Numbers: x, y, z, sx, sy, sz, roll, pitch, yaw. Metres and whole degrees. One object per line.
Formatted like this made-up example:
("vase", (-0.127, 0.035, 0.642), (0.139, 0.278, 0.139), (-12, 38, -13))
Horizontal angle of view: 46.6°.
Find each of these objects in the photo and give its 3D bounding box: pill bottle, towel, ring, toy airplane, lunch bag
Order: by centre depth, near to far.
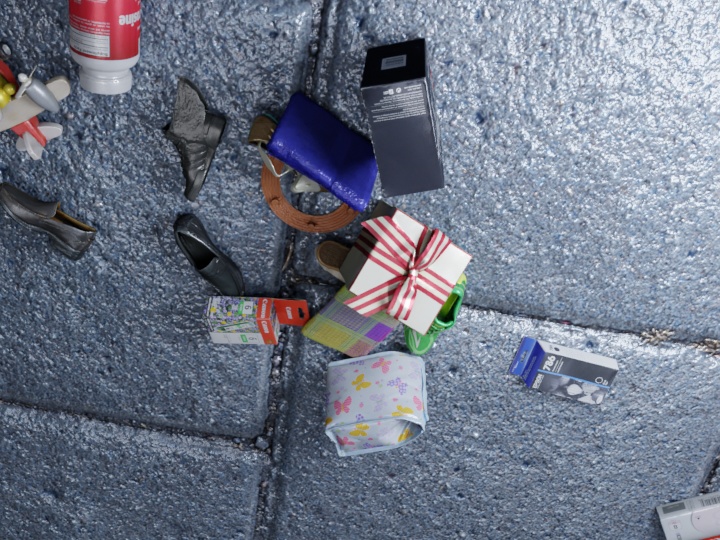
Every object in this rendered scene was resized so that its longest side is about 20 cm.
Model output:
("pill bottle", (-0.412, -0.395, 1.347), (0.110, 0.113, 0.203), (10, 122, -1))
("towel", (-0.058, -0.199, 1.420), (0.199, 0.149, 0.049), (34, 138, -15))
("toy airplane", (-0.605, -0.272, 1.421), (0.196, 0.142, 0.202), (21, 120, -8))
("ring", (-0.084, -0.155, 1.517), (0.197, 0.019, 0.203), (2, 120, 3))
("towel", (-0.017, 0.102, 1.624), (0.142, 0.023, 0.200), (26, 138, -16))
("lunch bag", (0.037, 0.264, 1.661), (0.197, 0.171, 0.128), (-14, 135, 13))

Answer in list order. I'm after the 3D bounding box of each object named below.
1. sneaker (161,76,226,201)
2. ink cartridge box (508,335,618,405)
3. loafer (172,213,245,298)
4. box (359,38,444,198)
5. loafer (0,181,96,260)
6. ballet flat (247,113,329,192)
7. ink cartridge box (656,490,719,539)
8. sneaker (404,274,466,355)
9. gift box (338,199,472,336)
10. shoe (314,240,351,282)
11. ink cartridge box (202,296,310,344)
("sneaker", (-0.304, -0.227, 1.472), (0.103, 0.060, 0.202), (22, 115, -10))
("ink cartridge box", (0.406, 0.203, 1.678), (0.197, 0.039, 0.101), (14, 122, -3))
("loafer", (-0.290, -0.015, 1.589), (0.067, 0.071, 0.202), (-24, 117, 19))
("box", (0.071, -0.248, 1.342), (0.102, 0.201, 0.184), (-7, 121, 9))
("loafer", (-0.587, -0.106, 1.567), (0.072, 0.073, 0.199), (-42, 119, 16))
("ballet flat", (-0.116, -0.183, 1.445), (0.199, 0.073, 0.068), (41, 160, -17))
("ink cartridge box", (0.770, 0.591, 1.874), (0.160, 0.057, 0.202), (-19, 113, 16))
("sneaker", (0.139, 0.088, 1.605), (0.073, 0.084, 0.202), (21, 121, -8))
("gift box", (0.060, -0.008, 1.465), (0.198, 0.187, 0.187), (25, 96, -14))
("shoe", (0.000, 0.000, 1.588), (0.198, 0.071, 0.053), (28, 164, -15))
("ink cartridge box", (-0.200, 0.100, 1.638), (0.196, 0.051, 0.110), (2, 148, 5))
